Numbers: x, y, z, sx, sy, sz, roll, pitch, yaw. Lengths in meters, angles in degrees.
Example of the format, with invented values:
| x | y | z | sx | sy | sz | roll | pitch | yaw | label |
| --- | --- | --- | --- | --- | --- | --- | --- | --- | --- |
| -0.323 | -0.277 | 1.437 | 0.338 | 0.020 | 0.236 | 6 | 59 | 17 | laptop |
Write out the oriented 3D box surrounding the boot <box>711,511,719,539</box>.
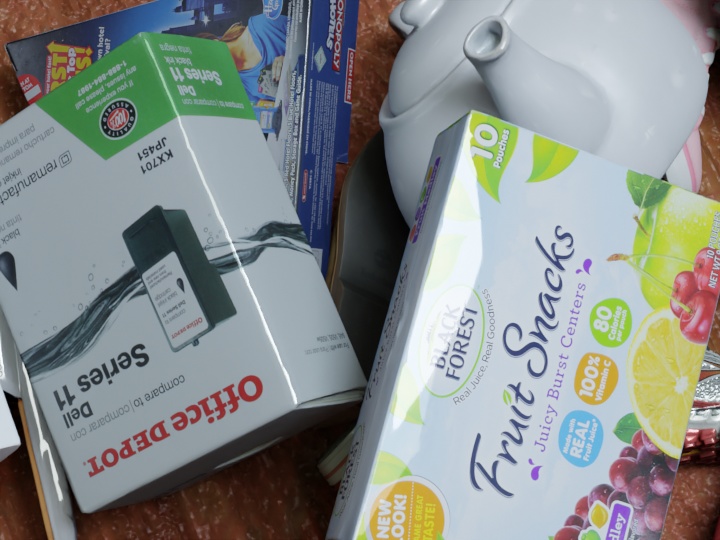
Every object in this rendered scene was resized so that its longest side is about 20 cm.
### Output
| x | y | z | sx | sy | sz | roll | pitch | yaw | label |
| --- | --- | --- | --- | --- | --- | --- | --- | --- | --- |
| 0.273 | 0.208 | 0.893 | 0.199 | 0.072 | 0.145 | 26 | 86 | -6 | boot |

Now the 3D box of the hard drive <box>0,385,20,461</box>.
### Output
| x | y | z | sx | sy | sz | roll | pitch | yaw | label |
| --- | --- | --- | --- | --- | --- | --- | --- | --- | --- |
| -0.249 | 0.023 | 0.845 | 0.025 | 0.132 | 0.202 | -9 | 72 | -44 | hard drive |

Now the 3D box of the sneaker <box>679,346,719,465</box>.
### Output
| x | y | z | sx | sy | sz | roll | pitch | yaw | label |
| --- | --- | --- | --- | --- | --- | --- | --- | --- | --- |
| 0.193 | 0.066 | 0.912 | 0.198 | 0.078 | 0.083 | -4 | 69 | -11 | sneaker |

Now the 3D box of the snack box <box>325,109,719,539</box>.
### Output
| x | y | z | sx | sy | sz | roll | pitch | yaw | label |
| --- | --- | --- | --- | --- | --- | --- | --- | --- | --- |
| 0.079 | 0.047 | 0.723 | 0.141 | 0.053 | 0.202 | 18 | 79 | -12 | snack box |

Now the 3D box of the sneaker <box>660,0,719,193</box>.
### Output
| x | y | z | sx | sy | sz | roll | pitch | yaw | label |
| --- | --- | --- | --- | --- | --- | --- | --- | --- | --- |
| 0.201 | -0.139 | 0.972 | 0.103 | 0.075 | 0.202 | -11 | 71 | -5 | sneaker |

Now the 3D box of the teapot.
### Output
| x | y | z | sx | sy | sz | roll | pitch | yaw | label |
| --- | --- | --- | --- | --- | --- | --- | --- | --- | --- |
| 0.078 | -0.097 | 0.859 | 0.146 | 0.200 | 0.198 | 42 | 49 | -12 | teapot |

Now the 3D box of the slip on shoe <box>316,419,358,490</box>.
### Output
| x | y | z | sx | sy | sz | roll | pitch | yaw | label |
| --- | --- | --- | --- | --- | --- | --- | --- | --- | --- |
| 0.063 | 0.061 | 0.902 | 0.061 | 0.074 | 0.200 | 45 | 79 | 0 | slip on shoe |

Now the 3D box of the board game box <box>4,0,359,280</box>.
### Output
| x | y | z | sx | sy | sz | roll | pitch | yaw | label |
| --- | --- | --- | --- | --- | --- | --- | --- | --- | --- |
| -0.107 | -0.070 | 0.894 | 0.198 | 0.062 | 0.202 | 5 | 91 | 26 | board game box |

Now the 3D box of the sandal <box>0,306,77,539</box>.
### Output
| x | y | z | sx | sy | sz | roll | pitch | yaw | label |
| --- | --- | --- | --- | --- | --- | --- | --- | --- | --- |
| -0.200 | 0.062 | 0.861 | 0.059 | 0.079 | 0.209 | -12 | 78 | -13 | sandal |

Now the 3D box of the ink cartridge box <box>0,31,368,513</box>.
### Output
| x | y | z | sx | sy | sz | roll | pitch | yaw | label |
| --- | --- | --- | --- | --- | --- | --- | --- | --- | --- |
| -0.104 | 0.003 | 0.811 | 0.146 | 0.083 | 0.202 | -28 | 80 | 24 | ink cartridge box |

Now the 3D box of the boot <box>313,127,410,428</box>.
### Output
| x | y | z | sx | sy | sz | roll | pitch | yaw | label |
| --- | --- | --- | --- | --- | --- | --- | --- | --- | --- |
| 0.000 | 0.000 | 0.913 | 0.073 | 0.075 | 0.201 | 30 | 51 | -19 | boot |
